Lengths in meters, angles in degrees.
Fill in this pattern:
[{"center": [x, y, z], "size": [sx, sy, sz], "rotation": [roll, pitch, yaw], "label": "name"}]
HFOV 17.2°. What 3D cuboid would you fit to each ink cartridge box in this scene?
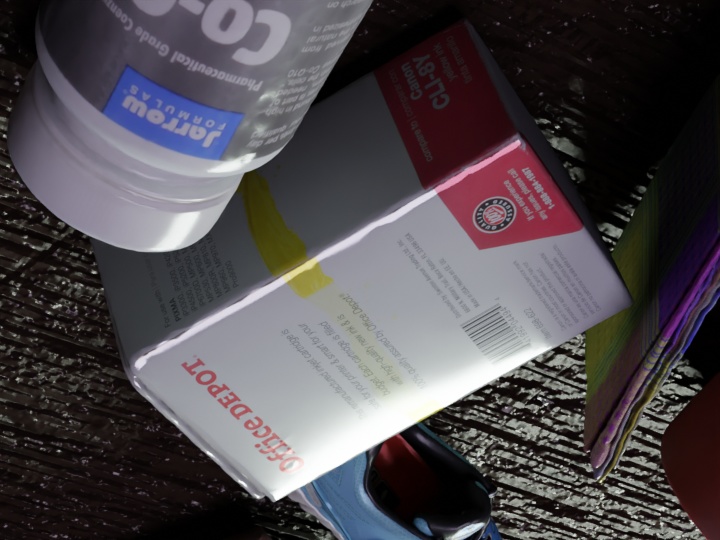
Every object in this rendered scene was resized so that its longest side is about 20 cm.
[{"center": [0.000, 0.000, 1.078], "size": [0.199, 0.084, 0.145], "rotation": [-30, 141, 9], "label": "ink cartridge box"}]

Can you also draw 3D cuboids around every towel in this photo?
[{"center": [0.150, -0.012, 1.106], "size": [0.023, 0.144, 0.200], "rotation": [21, 125, -8], "label": "towel"}]

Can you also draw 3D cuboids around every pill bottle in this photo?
[{"center": [-0.057, -0.109, 0.916], "size": [0.113, 0.114, 0.200], "rotation": [7, 132, -31], "label": "pill bottle"}]

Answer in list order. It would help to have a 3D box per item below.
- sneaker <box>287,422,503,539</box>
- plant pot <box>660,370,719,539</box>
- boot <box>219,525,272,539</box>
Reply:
[{"center": [0.036, 0.137, 1.200], "size": [0.200, 0.090, 0.078], "rotation": [49, 63, -26], "label": "sneaker"}, {"center": [0.285, 0.077, 1.239], "size": [0.200, 0.201, 0.178], "rotation": [15, 118, -36], "label": "plant pot"}, {"center": [-0.124, 0.165, 1.237], "size": [0.199, 0.064, 0.187], "rotation": [-14, 154, -4], "label": "boot"}]
